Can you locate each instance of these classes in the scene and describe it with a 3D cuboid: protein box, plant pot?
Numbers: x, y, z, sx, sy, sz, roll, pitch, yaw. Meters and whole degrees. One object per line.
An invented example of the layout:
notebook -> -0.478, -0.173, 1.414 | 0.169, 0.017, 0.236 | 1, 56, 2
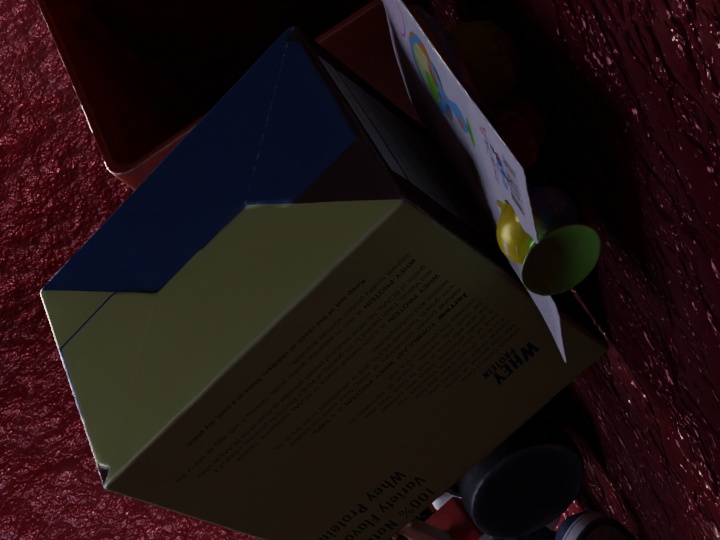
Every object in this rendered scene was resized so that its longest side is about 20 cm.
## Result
protein box -> -0.017, 0.025, 0.673 | 0.199, 0.198, 0.136 | 30, -158, -47
plant pot -> -0.061, -0.132, 0.821 | 0.201, 0.199, 0.177 | 60, -176, 36

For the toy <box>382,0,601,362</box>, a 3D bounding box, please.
toy -> 0.057, -0.069, 0.576 | 0.116, 0.047, 0.201 | 68, 180, -46

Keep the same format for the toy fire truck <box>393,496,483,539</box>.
toy fire truck -> 0.008, 0.141, 0.897 | 0.142, 0.049, 0.200 | 54, -169, 24

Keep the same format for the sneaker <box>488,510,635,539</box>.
sneaker -> 0.140, 0.217, 0.951 | 0.146, 0.077, 0.204 | 32, 156, 41

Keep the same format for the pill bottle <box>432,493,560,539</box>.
pill bottle -> 0.094, 0.144, 1.114 | 0.201, 0.111, 0.113 | 59, 175, 44

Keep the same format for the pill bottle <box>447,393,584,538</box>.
pill bottle -> 0.078, 0.090, 0.927 | 0.201, 0.111, 0.113 | 60, 176, 48

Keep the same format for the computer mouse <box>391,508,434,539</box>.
computer mouse -> 0.001, 0.187, 0.980 | 0.199, 0.053, 0.139 | 32, -156, -50
